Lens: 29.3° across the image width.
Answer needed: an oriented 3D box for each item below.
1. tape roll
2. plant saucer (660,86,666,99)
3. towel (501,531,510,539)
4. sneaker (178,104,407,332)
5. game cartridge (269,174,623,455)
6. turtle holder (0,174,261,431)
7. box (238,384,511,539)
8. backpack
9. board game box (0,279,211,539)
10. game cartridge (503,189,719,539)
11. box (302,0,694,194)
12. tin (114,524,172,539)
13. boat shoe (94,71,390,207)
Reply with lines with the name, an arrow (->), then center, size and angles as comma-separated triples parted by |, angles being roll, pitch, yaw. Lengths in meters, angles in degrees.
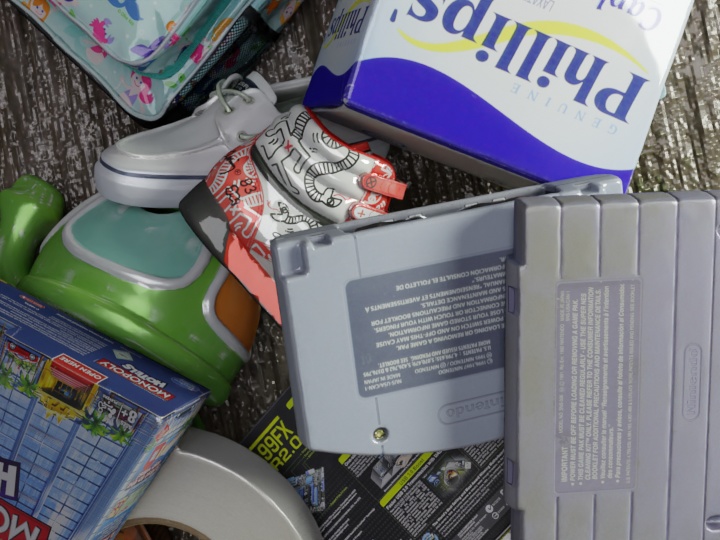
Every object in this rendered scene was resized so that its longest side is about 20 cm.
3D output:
tape roll -> -0.117, 0.191, 0.842 | 0.202, 0.037, 0.204 | 3, 108, 9
plant saucer -> 0.143, -0.201, 0.898 | 0.070, 0.019, 0.201 | -12, 87, 6
towel -> 0.145, 0.132, 0.836 | 0.146, 0.030, 0.200 | 29, 91, 45
sneaker -> 0.000, 0.000, 0.792 | 0.108, 0.067, 0.201 | -42, 93, 5
game cartridge -> 0.055, 0.029, 0.756 | 0.199, 0.042, 0.134 | -11, 110, -14
turtle holder -> -0.144, 0.010, 0.874 | 0.185, 0.141, 0.132 | 12, 69, 46
box -> 0.029, 0.110, 0.854 | 0.160, 0.044, 0.200 | 44, 104, 14
backpack -> -0.120, -0.211, 0.869 | 0.178, 0.151, 0.200 | 44, 88, 8
board game box -> -0.210, 0.118, 0.788 | 0.200, 0.062, 0.200 | 25, 108, 15
game cartridge -> 0.141, 0.057, 0.743 | 0.129, 0.038, 0.201 | -1, 103, -2
box -> 0.089, -0.157, 0.809 | 0.183, 0.105, 0.201 | 19, 90, -17
tin -> -0.192, 0.153, 0.880 | 0.112, 0.042, 0.200 | -22, 102, 10
boat shoe -> -0.071, -0.091, 0.850 | 0.200, 0.074, 0.067 | -15, 124, -32
